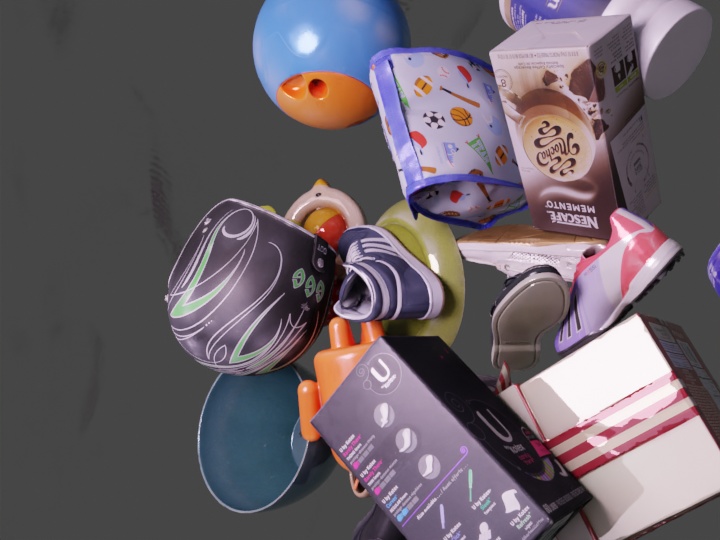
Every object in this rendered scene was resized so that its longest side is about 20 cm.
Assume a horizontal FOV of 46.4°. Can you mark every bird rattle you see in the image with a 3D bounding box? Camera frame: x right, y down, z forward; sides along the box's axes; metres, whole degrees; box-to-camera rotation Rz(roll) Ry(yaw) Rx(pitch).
[{"bbox_3d":[-0.059,-0.030,1.129,0.163,0.112,0.200,-51,57,12],"label":"bird rattle"}]

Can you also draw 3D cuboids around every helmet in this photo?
[{"bbox_3d":[-0.133,0.032,1.006,0.199,0.200,0.192,19,79,42],"label":"helmet"}]

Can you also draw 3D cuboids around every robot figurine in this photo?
[{"bbox_3d":[0.009,0.150,0.979,0.116,0.143,0.202,-15,85,52],"label":"robot figurine"}]

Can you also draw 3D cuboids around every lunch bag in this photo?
[{"bbox_3d":[0.096,-0.145,0.928,0.123,0.199,0.171,-28,68,36],"label":"lunch bag"}]

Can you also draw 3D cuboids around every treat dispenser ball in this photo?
[{"bbox_3d":[-0.035,-0.279,1.059,0.200,0.200,0.203,-5,83,42],"label":"treat dispenser ball"}]

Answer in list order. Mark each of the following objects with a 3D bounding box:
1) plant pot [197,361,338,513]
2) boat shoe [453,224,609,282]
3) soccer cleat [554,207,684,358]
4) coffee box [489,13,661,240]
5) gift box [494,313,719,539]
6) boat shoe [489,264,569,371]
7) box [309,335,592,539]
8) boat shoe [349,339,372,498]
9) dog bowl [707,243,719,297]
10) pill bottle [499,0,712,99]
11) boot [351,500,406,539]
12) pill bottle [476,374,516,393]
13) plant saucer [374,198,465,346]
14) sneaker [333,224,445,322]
[{"bbox_3d":[-0.098,0.217,1.103,0.199,0.134,0.202,-14,67,35],"label":"plant pot"},{"bbox_3d":[0.187,-0.009,0.921,0.199,0.071,0.070,6,114,46],"label":"boat shoe"},{"bbox_3d":[0.237,0.017,0.833,0.073,0.068,0.200,46,146,15],"label":"soccer cleat"},{"bbox_3d":[0.214,-0.138,0.827,0.113,0.080,0.201,12,132,47],"label":"coffee box"},{"bbox_3d":[0.239,0.149,0.791,0.186,0.184,0.201,-38,59,24],"label":"gift box"},{"bbox_3d":[0.172,0.037,0.880,0.074,0.200,0.067,-2,59,4],"label":"boat shoe"},{"bbox_3d":[0.076,0.158,0.707,0.200,0.122,0.106,46,107,24],"label":"box"},{"bbox_3d":[0.013,0.183,1.062,0.071,0.064,0.202,-14,77,40],"label":"boat shoe"},{"bbox_3d":[0.381,-0.015,0.656,0.200,0.199,0.079,-42,56,31],"label":"dog bowl"},{"bbox_3d":[0.247,-0.262,0.859,0.200,0.115,0.116,44,114,35],"label":"pill bottle"},{"bbox_3d":[0.033,0.345,0.955,0.200,0.065,0.166,-79,13,-60],"label":"boot"},{"bbox_3d":[0.114,0.166,0.871,0.112,0.200,0.114,-2,85,29],"label":"pill bottle"},{"bbox_3d":[0.054,0.014,1.024,0.199,0.031,0.202,13,106,56],"label":"plant saucer"},{"bbox_3d":[0.000,0.000,0.976,0.200,0.108,0.071,38,125,50],"label":"sneaker"}]
